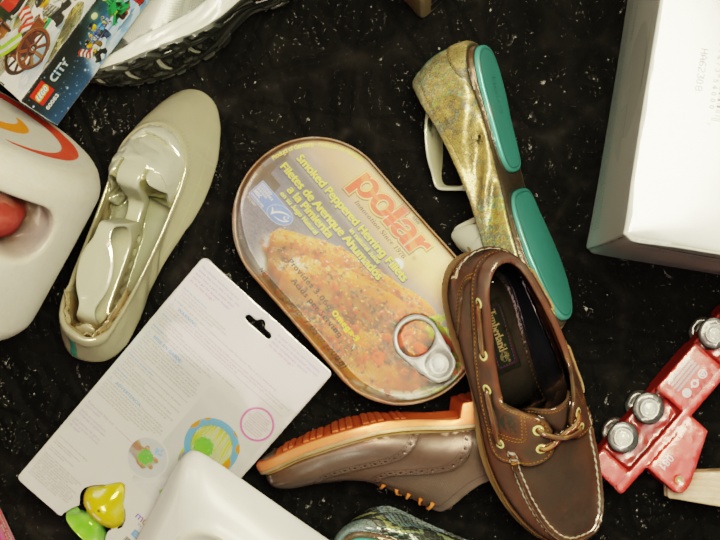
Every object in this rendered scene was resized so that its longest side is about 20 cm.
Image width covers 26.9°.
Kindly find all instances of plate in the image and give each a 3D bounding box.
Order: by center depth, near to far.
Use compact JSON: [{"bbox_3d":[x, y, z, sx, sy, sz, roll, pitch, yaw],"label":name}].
[{"bbox_3d":[-0.078,0.248,0.983,0.199,0.032,0.200,34,114,5],"label":"plate"}]

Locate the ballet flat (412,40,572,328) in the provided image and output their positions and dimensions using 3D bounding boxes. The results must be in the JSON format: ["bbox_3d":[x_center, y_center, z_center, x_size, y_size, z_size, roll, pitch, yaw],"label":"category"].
[{"bbox_3d":[0.084,-0.051,1.003,0.070,0.071,0.202,-18,88,3],"label":"ballet flat"}]

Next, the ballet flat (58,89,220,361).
[{"bbox_3d":[-0.149,-0.036,0.996,0.069,0.069,0.201,19,80,4],"label":"ballet flat"}]

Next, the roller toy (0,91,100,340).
[{"bbox_3d":[-0.273,-0.044,0.956,0.182,0.200,0.140,32,99,6],"label":"roller toy"}]

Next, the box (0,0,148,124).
[{"bbox_3d":[-0.188,-0.212,0.999,0.136,0.038,0.201,38,92,38],"label":"box"}]

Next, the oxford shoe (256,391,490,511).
[{"bbox_3d":[0.031,0.128,0.995,0.198,0.071,0.074,-11,92,3],"label":"oxford shoe"}]

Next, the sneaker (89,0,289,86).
[{"bbox_3d":[-0.110,-0.191,1.008,0.199,0.074,0.080,-34,84,5],"label":"sneaker"}]

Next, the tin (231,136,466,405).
[{"bbox_3d":[0.000,0.000,1.011,0.112,0.042,0.200,-41,82,6],"label":"tin"}]

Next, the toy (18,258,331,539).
[{"bbox_3d":[-0.124,0.102,1.018,0.115,0.047,0.200,41,95,1],"label":"toy"}]

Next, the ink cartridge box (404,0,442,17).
[{"bbox_3d":[0.031,-0.299,1.002,0.165,0.075,0.200,-43,86,1],"label":"ink cartridge box"}]

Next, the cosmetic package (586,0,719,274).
[{"bbox_3d":[0.222,-0.103,0.922,0.122,0.200,0.201,9,90,2],"label":"cosmetic package"}]

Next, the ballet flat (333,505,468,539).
[{"bbox_3d":[0.078,0.206,0.990,0.199,0.074,0.075,24,90,1],"label":"ballet flat"}]

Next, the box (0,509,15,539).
[{"bbox_3d":[-0.263,0.257,0.998,0.102,0.095,0.201,-27,87,3],"label":"box"}]

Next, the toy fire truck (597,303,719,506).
[{"bbox_3d":[0.228,0.135,0.991,0.141,0.049,0.200,42,91,3],"label":"toy fire truck"}]

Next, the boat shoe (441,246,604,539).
[{"bbox_3d":[0.106,0.082,0.938,0.070,0.070,0.201,-26,98,-18],"label":"boat shoe"}]
